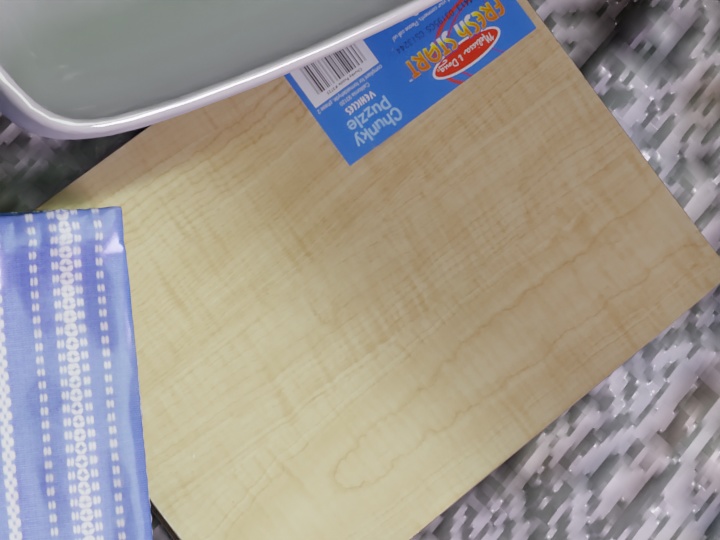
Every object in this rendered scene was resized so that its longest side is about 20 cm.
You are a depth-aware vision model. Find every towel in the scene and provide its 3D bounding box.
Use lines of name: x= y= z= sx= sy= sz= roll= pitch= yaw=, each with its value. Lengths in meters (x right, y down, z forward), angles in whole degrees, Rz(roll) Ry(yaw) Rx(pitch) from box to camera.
towel: x=-0.159 y=0.057 z=0.762 sx=0.199 sy=0.024 sz=0.145 roll=-4 pitch=85 yaw=-13

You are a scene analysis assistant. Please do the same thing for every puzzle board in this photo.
puzzle board: x=0.000 y=0.000 z=0.832 sx=0.200 sy=0.017 sz=0.151 roll=-38 pitch=92 yaw=-19

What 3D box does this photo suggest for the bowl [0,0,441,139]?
bowl: x=-0.062 y=-0.146 z=0.801 sx=0.199 sy=0.075 sz=0.200 roll=-25 pitch=86 yaw=-19
